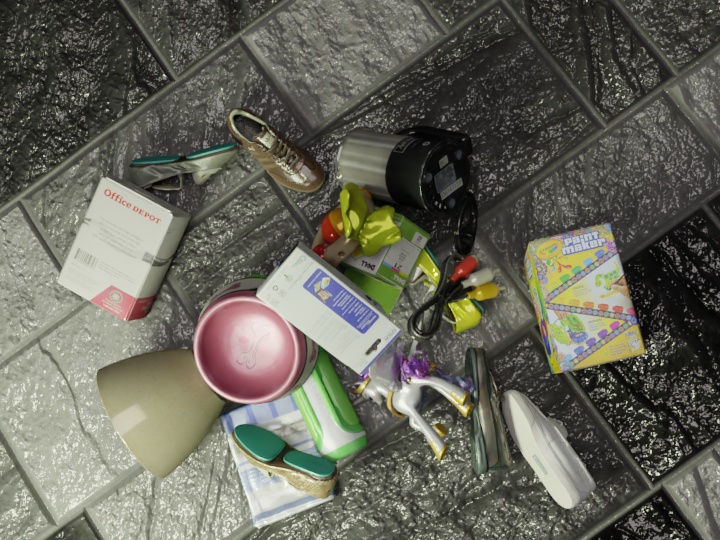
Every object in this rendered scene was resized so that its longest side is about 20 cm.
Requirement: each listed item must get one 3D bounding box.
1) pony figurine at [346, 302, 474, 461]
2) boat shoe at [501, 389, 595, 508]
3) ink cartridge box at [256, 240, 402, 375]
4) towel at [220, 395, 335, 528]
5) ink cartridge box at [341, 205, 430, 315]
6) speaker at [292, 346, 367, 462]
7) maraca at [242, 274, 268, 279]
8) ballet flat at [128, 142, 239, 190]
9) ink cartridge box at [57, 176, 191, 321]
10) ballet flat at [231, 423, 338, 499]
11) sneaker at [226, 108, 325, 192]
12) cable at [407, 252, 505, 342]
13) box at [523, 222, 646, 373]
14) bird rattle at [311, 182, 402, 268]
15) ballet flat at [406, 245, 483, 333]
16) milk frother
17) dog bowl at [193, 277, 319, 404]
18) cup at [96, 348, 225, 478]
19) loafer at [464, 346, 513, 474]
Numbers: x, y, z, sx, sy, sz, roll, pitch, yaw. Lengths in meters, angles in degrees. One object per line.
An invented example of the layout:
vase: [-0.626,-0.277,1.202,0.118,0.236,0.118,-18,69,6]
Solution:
pony figurine: [0.079,0.170,1.366,0.200,0.166,0.193,29,113,25]
boat shoe: [0.296,0.268,1.367,0.068,0.072,0.200,-24,67,-24]
ink cartridge box: [-0.044,0.056,1.275,0.200,0.039,0.099,40,104,-11]
towel: [-0.137,0.305,1.438,0.147,0.024,0.200,-20,80,4]
ink cartridge box: [0.000,0.000,1.399,0.148,0.076,0.200,22,84,47]
speaker: [-0.064,0.205,1.409,0.088,0.088,0.200,-27,80,3]
maraca: [-0.191,0.100,1.432,0.137,0.107,0.200,42,106,33]
ballet flat: [-0.300,-0.175,1.512,0.200,0.067,0.064,-9,109,7]
ink cartridge box: [-0.394,-0.038,1.469,0.146,0.083,0.200,28,98,11]
ballet flat: [-0.125,0.308,1.386,0.200,0.070,0.065,21,122,30]
sneaker: [-0.150,-0.202,1.480,0.200,0.076,0.070,36,88,11]
cable: [0.137,0.031,1.345,0.200,0.050,0.097,-29,80,-40]
box: [0.331,0.049,1.320,0.122,0.200,0.193,-13,80,6]
bird rattle: [-0.028,-0.044,1.344,0.113,0.163,0.200,31,119,-16]
ballet flat: [0.115,0.020,1.419,0.067,0.067,0.200,-40,82,-8]
milk frother: [0.089,-0.127,1.417,0.188,0.180,0.200,18,117,43]
dog bowl: [-0.165,0.114,1.336,0.200,0.074,0.201,1,99,7]
cup: [-0.302,0.204,1.389,0.143,0.200,0.200,-32,80,-3]
loafer: [0.203,0.219,1.387,0.063,0.072,0.200,-4,90,-5]
